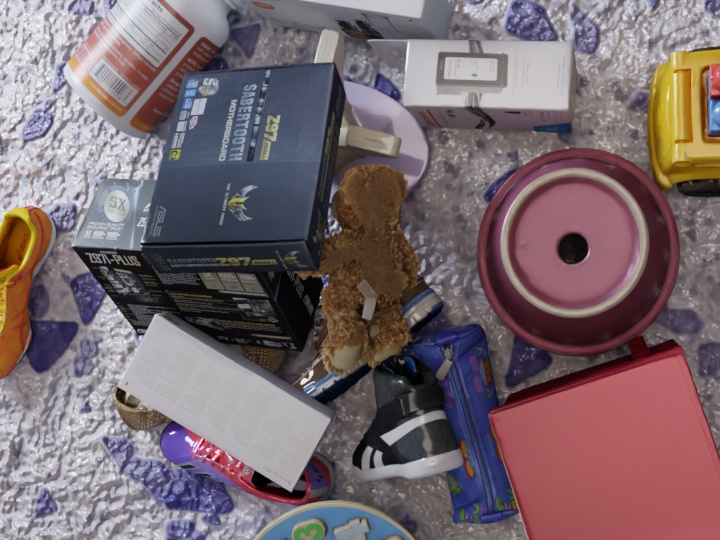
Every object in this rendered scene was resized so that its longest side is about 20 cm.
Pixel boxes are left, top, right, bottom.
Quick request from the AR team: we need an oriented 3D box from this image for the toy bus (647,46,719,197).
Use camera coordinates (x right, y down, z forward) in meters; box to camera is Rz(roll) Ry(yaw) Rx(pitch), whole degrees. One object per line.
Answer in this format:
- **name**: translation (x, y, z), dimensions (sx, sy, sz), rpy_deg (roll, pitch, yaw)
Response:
- **toy bus**: translation (0.363, -0.146, 0.944), dimensions (0.197, 0.192, 0.138), rpy_deg (-1, 86, 11)

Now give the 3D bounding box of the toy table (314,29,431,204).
- **toy table**: translation (-0.034, -0.139, 1.074), dimensions (0.197, 0.117, 0.187), rpy_deg (3, 88, 14)

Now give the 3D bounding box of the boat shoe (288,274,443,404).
- **boat shoe**: translation (-0.011, 0.071, 1.090), dimensions (0.199, 0.072, 0.073), rpy_deg (-37, 76, -1)

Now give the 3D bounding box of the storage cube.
- **storage cube**: translation (0.234, 0.176, 0.972), dimensions (0.177, 0.171, 0.203), rpy_deg (-20, 84, 13)

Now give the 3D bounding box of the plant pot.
- **plant pot**: translation (0.201, -0.021, 0.983), dimensions (0.197, 0.179, 0.204), rpy_deg (-1, 87, 12)

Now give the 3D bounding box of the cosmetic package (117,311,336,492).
- **cosmetic package**: translation (-0.129, 0.126, 1.035), dimensions (0.198, 0.051, 0.083), rpy_deg (31, 93, 4)

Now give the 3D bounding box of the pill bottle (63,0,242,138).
- **pill bottle**: translation (-0.212, -0.249, 1.122), dimensions (0.112, 0.112, 0.200), rpy_deg (44, 97, 11)

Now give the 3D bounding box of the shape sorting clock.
- **shape sorting clock**: translation (-0.024, 0.317, 1.004), dimensions (0.196, 0.039, 0.203), rpy_deg (1, 102, 4)

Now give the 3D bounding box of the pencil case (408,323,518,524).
- **pencil case**: translation (0.106, 0.151, 1.046), dimensions (0.077, 0.087, 0.203), rpy_deg (-15, 86, 8)

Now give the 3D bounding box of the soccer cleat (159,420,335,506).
- **soccer cleat**: translation (-0.125, 0.198, 1.104), dimensions (0.197, 0.073, 0.069), rpy_deg (15, 91, 13)

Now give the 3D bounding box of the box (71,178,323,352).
- **box**: translation (-0.157, -0.005, 1.055), dimensions (0.197, 0.165, 0.087), rpy_deg (4, 56, 21)

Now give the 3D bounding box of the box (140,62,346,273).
- **box**: translation (-0.102, -0.095, 0.961), dimensions (0.155, 0.051, 0.203), rpy_deg (0, 60, 14)

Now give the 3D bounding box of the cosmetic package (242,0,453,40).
- **cosmetic package**: translation (-0.016, -0.271, 1.057), dimensions (0.197, 0.151, 0.053), rpy_deg (12, 90, 14)

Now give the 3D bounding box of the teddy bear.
- **teddy bear**: translation (0.000, 0.000, 1.003), dimensions (0.144, 0.067, 0.203), rpy_deg (-23, 109, -25)

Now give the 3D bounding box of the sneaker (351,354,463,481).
- **sneaker**: translation (0.036, 0.140, 1.021), dimensions (0.072, 0.200, 0.114), rpy_deg (-10, 83, -23)

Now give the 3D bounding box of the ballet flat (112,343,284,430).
- **ballet flat**: translation (-0.176, 0.114, 1.118), dimensions (0.198, 0.065, 0.071), rpy_deg (-26, 51, 9)

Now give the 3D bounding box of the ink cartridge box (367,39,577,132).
- **ink cartridge box**: translation (0.110, -0.181, 1.041), dimensions (0.197, 0.116, 0.069), rpy_deg (4, 88, 14)

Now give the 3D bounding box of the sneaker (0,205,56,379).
- **sneaker**: translation (-0.400, 0.024, 1.175), dimensions (0.072, 0.077, 0.203), rpy_deg (13, 93, 11)
